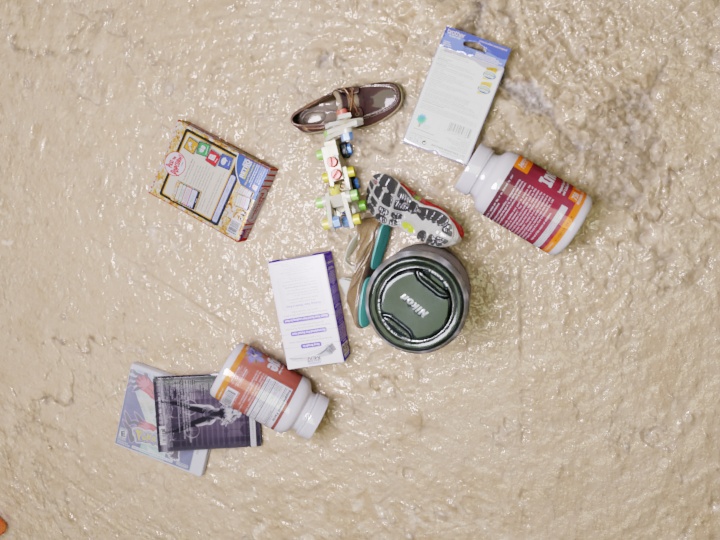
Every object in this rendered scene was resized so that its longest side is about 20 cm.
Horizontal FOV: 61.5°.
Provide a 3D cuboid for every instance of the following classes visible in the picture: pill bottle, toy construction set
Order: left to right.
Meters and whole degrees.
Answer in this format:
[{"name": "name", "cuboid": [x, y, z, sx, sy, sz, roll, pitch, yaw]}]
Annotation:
[{"name": "pill bottle", "cuboid": [-0.163, 0.225, 1.113, 0.200, 0.112, 0.112, 30, 102, -4]}, {"name": "toy construction set", "cuboid": [-0.037, -0.169, 1.030, 0.092, 0.131, 0.201, 3, 98, 11]}, {"name": "pill bottle", "cuboid": [0.260, -0.120, 0.984, 0.200, 0.113, 0.113, 31, 102, 6]}]

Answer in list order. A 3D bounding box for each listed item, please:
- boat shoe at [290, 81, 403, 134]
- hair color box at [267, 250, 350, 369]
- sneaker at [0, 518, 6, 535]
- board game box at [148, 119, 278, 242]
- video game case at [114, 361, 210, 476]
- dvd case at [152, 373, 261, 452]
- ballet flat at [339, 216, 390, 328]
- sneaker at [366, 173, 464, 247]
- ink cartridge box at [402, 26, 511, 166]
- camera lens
[{"name": "boat shoe", "cuboid": [-0.026, -0.280, 1.043, 0.199, 0.072, 0.072, -9, 96, 13]}, {"name": "hair color box", "cuboid": [-0.092, 0.072, 1.109, 0.109, 0.065, 0.201, -9, 94, 12]}, {"name": "sneaker", "cuboid": [-0.851, 0.503, 1.321, 0.200, 0.073, 0.077, 41, 93, 1]}, {"name": "board game box", "cuboid": [-0.274, -0.166, 1.123, 0.200, 0.046, 0.152, 29, 102, 7]}, {"name": "video game case", "cuboid": [-0.388, 0.299, 1.221, 0.199, 0.023, 0.183, 17, 100, 9]}, {"name": "dvd case", "cuboid": [-0.295, 0.274, 1.175, 0.199, 0.016, 0.149, -2, 97, -4]}, {"name": "ballet flat", "cuboid": [0.000, 0.000, 1.085, 0.072, 0.068, 0.201, 15, 101, 30]}, {"name": "sneaker", "cuboid": [0.092, -0.097, 1.043, 0.200, 0.085, 0.077, 39, 110, 27]}, {"name": "ink cartridge box", "cuboid": [0.162, -0.290, 1.020, 0.119, 0.042, 0.201, 22, 104, 8]}, {"name": "camera lens", "cuboid": [0.099, 0.039, 0.993, 0.159, 0.200, 0.161, 1, 97, 11]}]
